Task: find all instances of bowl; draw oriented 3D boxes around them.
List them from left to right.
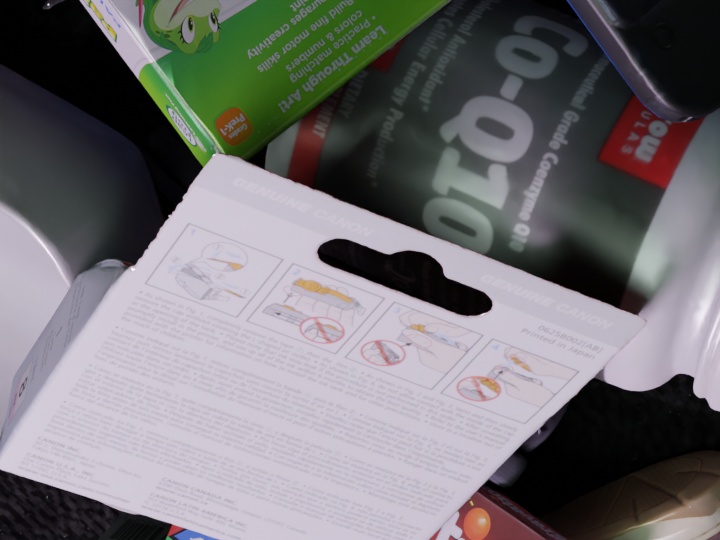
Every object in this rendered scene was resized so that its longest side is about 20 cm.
[{"bbox_3d":[-0.146,-0.011,0.963,0.199,0.075,0.201,28,149,27],"label":"bowl"}]

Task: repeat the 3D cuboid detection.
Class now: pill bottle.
[{"bbox_3d":[0.076,-0.028,0.844,0.199,0.114,0.115,24,125,15],"label":"pill bottle"}]

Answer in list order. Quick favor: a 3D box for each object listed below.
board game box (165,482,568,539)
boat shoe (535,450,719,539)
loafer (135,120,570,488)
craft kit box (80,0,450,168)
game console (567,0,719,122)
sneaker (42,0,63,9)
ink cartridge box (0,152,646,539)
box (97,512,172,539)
[{"bbox_3d":[0.007,0.117,0.950,0.199,0.019,0.104,32,101,38],"label":"board game box"},{"bbox_3d":[0.076,0.135,0.963,0.199,0.072,0.065,-27,97,31],"label":"boat shoe"},{"bbox_3d":[0.000,0.000,0.942,0.200,0.072,0.063,41,90,6],"label":"loafer"},{"bbox_3d":[-0.027,-0.168,0.784,0.198,0.200,0.049,53,168,-3],"label":"craft kit box"},{"bbox_3d":[0.120,-0.179,0.741,0.201,0.170,0.118,53,154,-6],"label":"game console"},{"bbox_3d":[-0.074,-0.156,0.857,0.199,0.111,0.077,-17,107,34],"label":"sneaker"},{"bbox_3d":[-0.018,0.029,0.832,0.161,0.057,0.200,20,135,-18],"label":"ink cartridge box"},{"bbox_3d":[-0.068,0.223,1.069,0.112,0.101,0.202,7,119,26],"label":"box"}]
